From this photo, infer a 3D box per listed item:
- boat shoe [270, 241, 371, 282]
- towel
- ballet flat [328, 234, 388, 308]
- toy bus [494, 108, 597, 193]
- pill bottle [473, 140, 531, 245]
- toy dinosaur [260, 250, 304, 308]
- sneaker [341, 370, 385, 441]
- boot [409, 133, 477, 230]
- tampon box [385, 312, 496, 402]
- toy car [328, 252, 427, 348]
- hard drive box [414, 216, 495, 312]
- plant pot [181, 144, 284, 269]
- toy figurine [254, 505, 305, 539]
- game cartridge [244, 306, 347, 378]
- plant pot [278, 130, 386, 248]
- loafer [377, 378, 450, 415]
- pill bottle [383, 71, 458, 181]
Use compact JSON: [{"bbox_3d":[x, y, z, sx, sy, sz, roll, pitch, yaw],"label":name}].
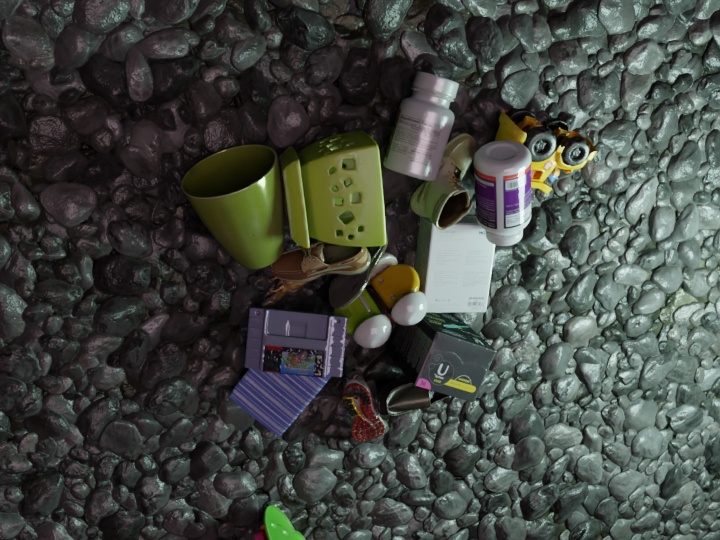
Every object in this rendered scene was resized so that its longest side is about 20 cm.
[{"bbox_3d":[-0.081,-0.029,1.580,0.199,0.076,0.074,-8,154,3],"label":"boat shoe"},{"bbox_3d":[-0.166,0.235,1.668,0.145,0.024,0.200,39,108,-1],"label":"towel"},{"bbox_3d":[0.000,0.000,1.626,0.200,0.067,0.046,-60,156,-24],"label":"ballet flat"},{"bbox_3d":[0.371,-0.226,1.701,0.199,0.136,0.192,9,117,-20],"label":"toy bus"},{"bbox_3d":[0.287,-0.152,1.607,0.112,0.113,0.200,-18,129,-11],"label":"pill bottle"},{"bbox_3d":[-0.127,0.010,1.657,0.200,0.060,0.106,-26,120,13],"label":"toy dinosaur"},{"bbox_3d":[0.006,0.303,1.776,0.078,0.082,0.200,-12,128,0],"label":"sneaker"},{"bbox_3d":[0.194,-0.182,1.638,0.072,0.155,0.200,34,96,-24],"label":"boot"},{"bbox_3d":[0.167,0.173,1.716,0.149,0.200,0.127,19,100,-20],"label":"tampon box"},{"bbox_3d":[0.040,0.075,1.688,0.200,0.175,0.150,-32,149,-6],"label":"toy car"},{"bbox_3d":[0.203,-0.014,1.736,0.155,0.077,0.201,1,107,-17],"label":"hard drive box"},{"bbox_3d":[-0.220,-0.109,1.539,0.187,0.187,0.200,-24,125,-9],"label":"plant pot"},{"bbox_3d":[-0.234,0.649,1.802,0.184,0.150,0.200,-31,138,9],"label":"toy figurine"},{"bbox_3d":[-0.130,0.146,1.611,0.199,0.038,0.130,5,90,0],"label":"game cartridge"},{"bbox_3d":[-0.060,-0.155,1.554,0.181,0.200,0.200,-8,109,-6],"label":"plant pot"},{"bbox_3d":[0.125,0.274,1.775,0.200,0.071,0.073,-15,103,-34],"label":"loafer"},{"bbox_3d":[0.126,-0.290,1.607,0.114,0.114,0.201,13,102,-20],"label":"pill bottle"}]
